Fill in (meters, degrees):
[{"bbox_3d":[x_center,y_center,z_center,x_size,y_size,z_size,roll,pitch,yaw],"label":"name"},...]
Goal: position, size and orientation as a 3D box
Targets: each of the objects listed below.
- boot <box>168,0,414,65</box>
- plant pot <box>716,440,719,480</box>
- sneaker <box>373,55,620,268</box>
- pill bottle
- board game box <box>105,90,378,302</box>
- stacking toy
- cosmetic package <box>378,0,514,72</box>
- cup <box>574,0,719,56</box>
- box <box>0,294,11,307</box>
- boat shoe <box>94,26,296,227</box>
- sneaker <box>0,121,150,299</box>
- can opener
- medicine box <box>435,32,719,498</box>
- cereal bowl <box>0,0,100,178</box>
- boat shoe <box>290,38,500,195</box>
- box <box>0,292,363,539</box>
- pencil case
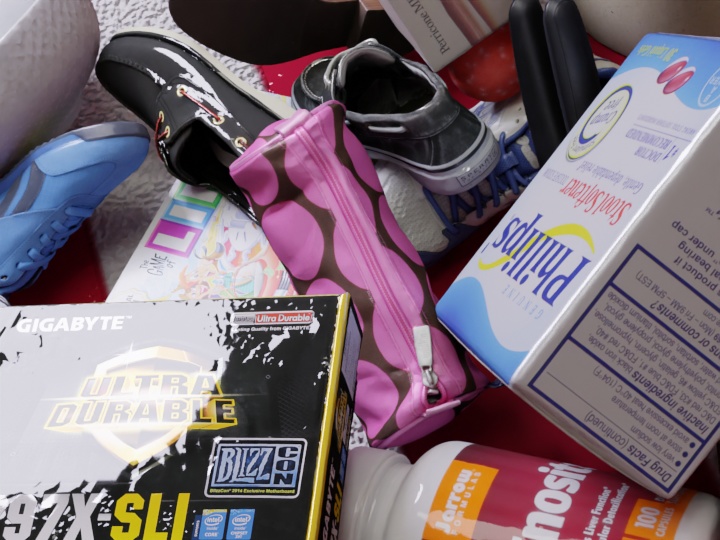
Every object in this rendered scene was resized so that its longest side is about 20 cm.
[{"bbox_3d":[-0.068,-0.217,1.224,0.186,0.064,0.200,6,37,-31],"label":"boot"},{"bbox_3d":[0.261,0.051,0.945,0.186,0.186,0.200,-14,38,5],"label":"plant pot"},{"bbox_3d":[0.079,-0.070,1.105,0.200,0.075,0.088,-42,14,-13],"label":"sneaker"},{"bbox_3d":[0.082,0.152,0.942,0.200,0.113,0.113,10,59,21],"label":"pill bottle"},{"bbox_3d":[-0.064,-0.022,1.154,0.134,0.034,0.200,13,60,24],"label":"board game box"},{"bbox_3d":[0.074,-0.167,1.147,0.085,0.085,0.200,-12,30,7],"label":"stacking toy"},{"bbox_3d":[0.088,-0.220,1.045,0.200,0.103,0.087,-36,31,4],"label":"cosmetic package"},{"bbox_3d":[0.219,-0.254,1.175,0.200,0.143,0.200,-7,54,10],"label":"cup"},{"bbox_3d":[-0.193,0.148,1.017,0.197,0.117,0.200,28,66,30],"label":"box"},{"bbox_3d":[-0.100,-0.092,1.146,0.201,0.074,0.063,34,61,27],"label":"boat shoe"},{"bbox_3d":[-0.209,-0.025,1.161,0.200,0.066,0.078,-28,70,18],"label":"sneaker"},{"bbox_3d":[0.126,-0.068,1.048,0.063,0.200,0.079,-1,31,45],"label":"can opener"},{"bbox_3d":[0.150,-0.011,0.920,0.200,0.103,0.182,-52,13,2],"label":"medicine box"},{"bbox_3d":[-0.247,-0.112,1.212,0.200,0.083,0.200,-35,22,17],"label":"cereal bowl"},{"bbox_3d":[0.013,-0.108,1.097,0.072,0.071,0.200,-42,33,-15],"label":"boat shoe"},{"bbox_3d":[-0.106,0.091,0.932,0.200,0.049,0.160,-2,56,14],"label":"box"},{"bbox_3d":[0.000,0.000,1.035,0.091,0.094,0.200,-30,85,0],"label":"pencil case"}]
